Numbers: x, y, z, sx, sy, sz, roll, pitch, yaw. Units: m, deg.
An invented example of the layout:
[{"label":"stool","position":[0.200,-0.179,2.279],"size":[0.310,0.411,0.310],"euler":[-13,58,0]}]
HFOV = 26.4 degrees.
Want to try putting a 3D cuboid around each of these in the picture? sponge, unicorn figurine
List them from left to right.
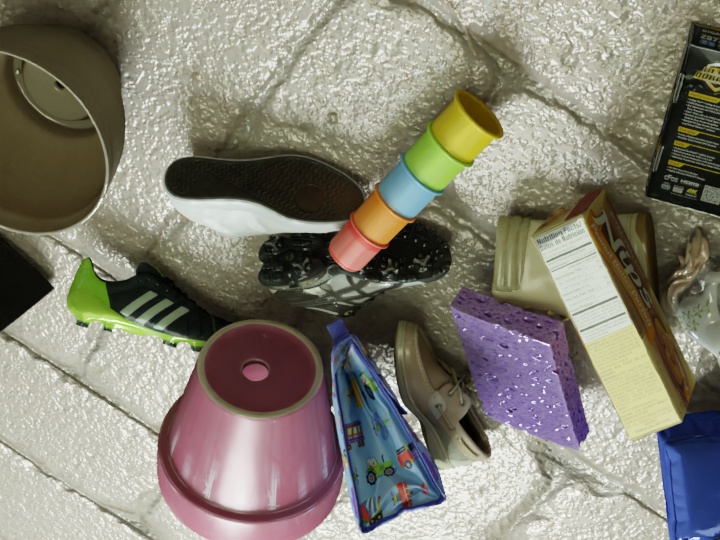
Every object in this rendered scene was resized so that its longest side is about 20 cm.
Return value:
[{"label":"sponge","position":[0.159,0.100,1.507],"size":[0.111,0.030,0.200],"euler":[19,151,28]},{"label":"unicorn figurine","position":[0.349,0.066,1.395],"size":[0.074,0.200,0.138],"euler":[16,119,-44]}]

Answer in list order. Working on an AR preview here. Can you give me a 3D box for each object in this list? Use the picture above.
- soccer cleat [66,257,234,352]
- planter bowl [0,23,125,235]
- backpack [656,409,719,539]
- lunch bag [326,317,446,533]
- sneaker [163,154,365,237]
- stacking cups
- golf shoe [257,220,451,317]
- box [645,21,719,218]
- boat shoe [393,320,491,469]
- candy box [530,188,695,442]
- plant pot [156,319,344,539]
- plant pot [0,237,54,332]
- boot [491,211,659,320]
[{"label":"soccer cleat","position":[-0.209,0.037,1.623],"size":[0.199,0.081,0.068],"euler":[14,174,-9]},{"label":"planter bowl","position":[-0.307,-0.154,1.470],"size":[0.199,0.135,0.201],"euler":[10,128,13]},{"label":"backpack","position":[0.389,0.207,1.453],"size":[0.199,0.168,0.163],"euler":[-7,86,15]},{"label":"lunch bag","position":[0.006,0.146,1.542],"size":[0.094,0.151,0.201],"euler":[-22,90,1]},{"label":"sneaker","position":[-0.090,-0.069,1.514],"size":[0.199,0.073,0.085],"euler":[9,156,7]},{"label":"stacking cups","position":[0.047,-0.079,1.427],"size":[0.060,0.061,0.200],"euler":[39,118,-11]},{"label":"golf shoe","position":[0.000,0.000,1.529],"size":[0.199,0.078,0.095],"euler":[-1,147,18]},{"label":"box","position":[0.361,-0.112,1.322],"size":[0.199,0.049,0.160],"euler":[15,126,9]},{"label":"boat shoe","position":[0.085,0.127,1.586],"size":[0.065,0.072,0.201],"euler":[-9,128,18]},{"label":"candy box","position":[0.226,0.036,1.353],"size":[0.055,0.115,0.201],"euler":[-25,95,22]},{"label":"plant pot","position":[-0.108,0.156,1.577],"size":[0.199,0.200,0.179],"euler":[17,137,7]},{"label":"plant pot","position":[-0.492,0.031,1.646],"size":[0.199,0.200,0.178],"euler":[-30,101,34]},{"label":"boot","position":[0.206,0.038,1.468],"size":[0.155,0.073,0.201],"euler":[1,119,17]}]
